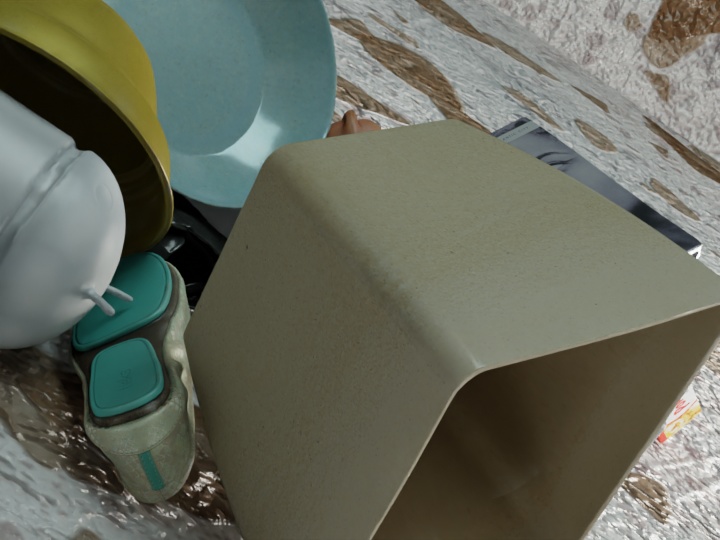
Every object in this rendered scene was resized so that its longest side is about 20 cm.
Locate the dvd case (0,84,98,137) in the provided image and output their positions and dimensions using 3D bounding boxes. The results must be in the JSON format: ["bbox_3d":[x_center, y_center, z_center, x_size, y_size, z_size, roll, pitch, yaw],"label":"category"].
[{"bbox_3d":[-0.252,-0.128,1.258,0.198,0.022,0.146,11,18,-5],"label":"dvd case"}]

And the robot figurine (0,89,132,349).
[{"bbox_3d":[-0.202,-0.037,1.045,0.199,0.113,0.170,34,17,-1],"label":"robot figurine"}]

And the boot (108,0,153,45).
[{"bbox_3d":[-0.167,-0.168,1.317,0.090,0.073,0.199,-5,14,41],"label":"boot"}]

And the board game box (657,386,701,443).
[{"bbox_3d":[0.189,0.032,1.603,0.152,0.046,0.200,51,-3,33],"label":"board game box"}]

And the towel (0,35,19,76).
[{"bbox_3d":[-0.298,-0.188,1.223,0.164,0.086,0.200,3,22,-30],"label":"towel"}]

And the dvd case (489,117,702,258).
[{"bbox_3d":[0.128,-0.036,1.502,0.148,0.016,0.200,-27,45,-26],"label":"dvd case"}]

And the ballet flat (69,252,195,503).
[{"bbox_3d":[-0.116,0.057,1.072,0.200,0.067,0.063,-99,169,-66],"label":"ballet flat"}]

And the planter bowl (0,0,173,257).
[{"bbox_3d":[-0.175,-0.101,1.131,0.199,0.200,0.084,32,60,-8],"label":"planter bowl"}]

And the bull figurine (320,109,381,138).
[{"bbox_3d":[0.000,0.000,1.333,0.064,0.202,0.122,1,-22,-1],"label":"bull figurine"}]

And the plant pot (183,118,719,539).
[{"bbox_3d":[0.029,0.038,1.011,0.199,0.201,0.177,-11,51,-41],"label":"plant pot"}]

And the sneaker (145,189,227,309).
[{"bbox_3d":[-0.139,-0.029,1.252,0.199,0.060,0.104,28,12,-34],"label":"sneaker"}]

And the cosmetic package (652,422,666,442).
[{"bbox_3d":[0.101,0.062,1.353,0.090,0.107,0.201,20,27,-39],"label":"cosmetic package"}]

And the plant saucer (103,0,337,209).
[{"bbox_3d":[-0.100,-0.135,1.284,0.200,0.203,0.039,22,-23,-39],"label":"plant saucer"}]

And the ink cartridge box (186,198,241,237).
[{"bbox_3d":[-0.121,-0.104,1.429,0.146,0.086,0.200,39,12,-21],"label":"ink cartridge box"}]
